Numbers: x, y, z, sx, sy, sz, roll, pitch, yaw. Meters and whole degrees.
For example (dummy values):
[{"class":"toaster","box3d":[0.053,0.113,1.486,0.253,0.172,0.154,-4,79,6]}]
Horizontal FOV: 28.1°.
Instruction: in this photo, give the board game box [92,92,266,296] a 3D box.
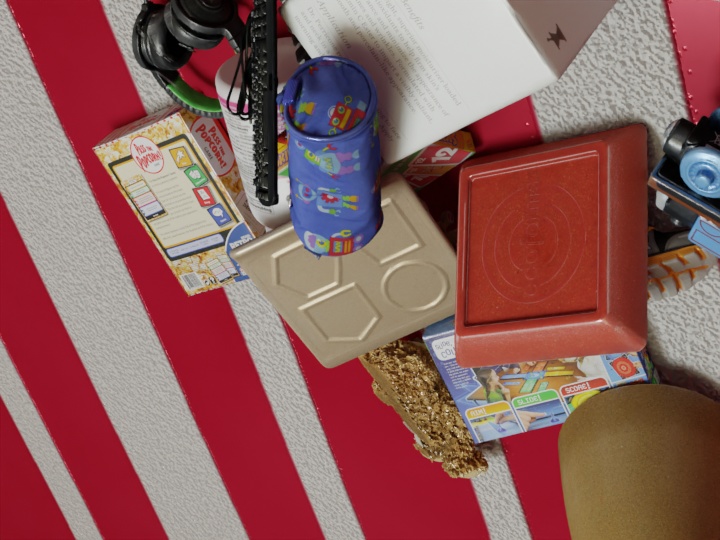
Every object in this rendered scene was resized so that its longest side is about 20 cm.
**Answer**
[{"class":"board game box","box3d":[-0.180,-0.077,1.556,0.150,0.046,0.201,-14,115,41]}]

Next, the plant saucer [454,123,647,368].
[{"class":"plant saucer","box3d":[0.158,-0.022,1.275,0.198,0.202,0.037,-9,162,40]}]

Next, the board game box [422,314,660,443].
[{"class":"board game box","box3d":[0.177,0.087,1.410,0.198,0.035,0.136,-16,114,25]}]

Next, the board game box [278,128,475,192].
[{"class":"board game box","box3d":[0.007,-0.107,1.304,0.095,0.199,0.030,-32,62,37]}]

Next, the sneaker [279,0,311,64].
[{"class":"sneaker","box3d":[-0.006,-0.233,1.295,0.075,0.114,0.203,-20,77,61]}]

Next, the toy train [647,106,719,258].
[{"class":"toy train","box3d":[0.322,-0.045,1.148,0.199,0.087,0.115,31,143,12]}]

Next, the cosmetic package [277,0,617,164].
[{"class":"cosmetic package","box3d":[0.077,-0.223,1.172,0.199,0.165,0.166,-22,111,44]}]

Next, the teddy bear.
[{"class":"teddy bear","box3d":[0.075,0.144,1.540,0.201,0.067,0.145,54,164,-18]}]

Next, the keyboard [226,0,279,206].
[{"class":"keyboard","box3d":[-0.091,-0.156,1.202,0.039,0.104,0.203,0,95,-9]}]

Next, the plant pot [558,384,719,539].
[{"class":"plant pot","box3d":[0.272,0.245,1.355,0.184,0.201,0.188,7,134,7]}]

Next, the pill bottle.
[{"class":"pill bottle","box3d":[-0.062,-0.109,1.379,0.112,0.114,0.202,7,128,30]}]

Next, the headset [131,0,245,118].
[{"class":"headset","box3d":[-0.183,-0.232,1.397,0.123,0.094,0.201,-19,111,42]}]

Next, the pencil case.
[{"class":"pencil case","box3d":[-0.025,-0.089,1.179,0.086,0.079,0.201,7,152,6]}]

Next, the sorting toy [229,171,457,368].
[{"class":"sorting toy","box3d":[0.000,0.000,1.376,0.183,0.037,0.200,-24,132,18]}]

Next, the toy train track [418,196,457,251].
[{"class":"toy train track","box3d":[0.098,0.009,1.434,0.114,0.033,0.201,-20,110,33]}]

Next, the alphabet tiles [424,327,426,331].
[{"class":"alphabet tiles","box3d":[0.154,0.070,1.465,0.198,0.015,0.197,0,123,35]}]

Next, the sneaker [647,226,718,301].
[{"class":"sneaker","box3d":[0.226,-0.010,1.298,0.198,0.078,0.078,-15,152,17]}]
